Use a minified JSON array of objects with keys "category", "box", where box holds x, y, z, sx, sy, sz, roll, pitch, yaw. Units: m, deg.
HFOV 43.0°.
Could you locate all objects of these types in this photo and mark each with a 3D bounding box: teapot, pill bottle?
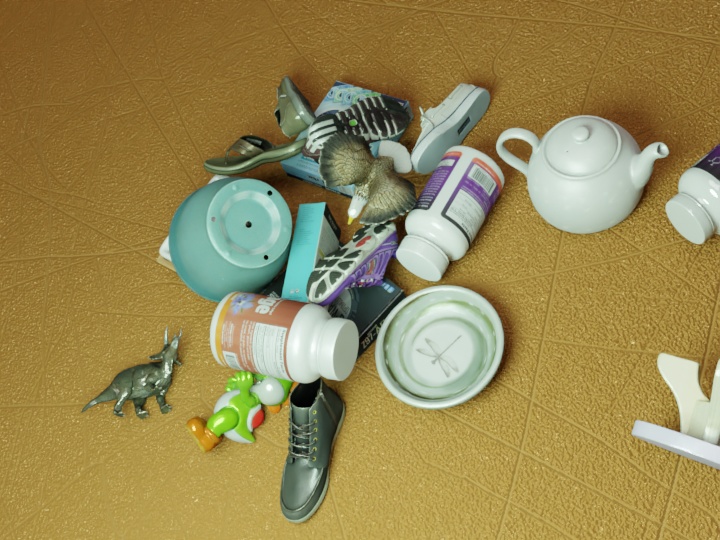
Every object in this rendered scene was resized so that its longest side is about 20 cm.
[{"category":"teapot","box":[0.339,-0.167,1.407,0.198,0.147,0.199,-29,53,2]},{"category":"pill bottle","box":[-0.108,0.098,1.312,0.197,0.113,0.114,8,62,24]},{"category":"pill bottle","box":[0.139,-0.088,1.454,0.110,0.112,0.202,21,68,30]},{"category":"pill bottle","box":[0.544,-0.131,1.325,0.199,0.113,0.113,-39,54,-6]}]

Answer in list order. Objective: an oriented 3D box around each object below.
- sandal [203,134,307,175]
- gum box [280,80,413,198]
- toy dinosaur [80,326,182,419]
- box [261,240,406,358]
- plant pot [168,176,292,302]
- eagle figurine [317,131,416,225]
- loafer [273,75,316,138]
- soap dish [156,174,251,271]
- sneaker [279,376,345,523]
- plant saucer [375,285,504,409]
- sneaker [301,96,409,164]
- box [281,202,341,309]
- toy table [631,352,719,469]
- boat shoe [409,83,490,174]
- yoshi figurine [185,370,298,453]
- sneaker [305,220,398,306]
[{"category":"sandal","box":[-0.187,-0.217,1.630,0.197,0.058,0.080,-13,19,13]},{"category":"gum box","box":[-0.024,-0.238,1.653,0.168,0.045,0.202,22,68,31]},{"category":"toy dinosaur","box":[-0.364,0.190,1.508,0.198,0.077,0.103,-30,41,7]},{"category":"box","box":[-0.044,0.048,1.480,0.160,0.044,0.199,-44,55,-10]},{"category":"plant pot","box":[-0.192,-0.060,1.438,0.196,0.188,0.204,3,81,-19]},{"category":"eagle figurine","box":[0.013,-0.141,1.464,0.149,0.200,0.154,-4,88,1]},{"category":"loafer","box":[-0.134,-0.301,1.688,0.069,0.075,0.201,-39,24,8]},{"category":"soap dish","box":[-0.242,-0.061,1.602,0.156,0.082,0.202,23,70,31]},{"category":"sneaker","box":[-0.086,0.254,1.326,0.073,0.107,0.203,3,60,22]},{"category":"plant saucer","box":[0.121,0.120,1.367,0.196,0.050,0.203,-10,57,15]},{"category":"sneaker","box":[-0.019,-0.237,1.582,0.197,0.115,0.077,-16,80,-29]},{"category":"box","box":[-0.078,-0.001,1.445,0.048,0.083,0.203,-3,58,19]},{"category":"toy table","box":[0.452,0.185,1.137,0.197,0.184,0.119,18,83,19]},{"category":"boat shoe","box":[0.134,-0.255,1.585,0.085,0.075,0.203,30,71,32]},{"category":"yoshi figurine","box":[-0.185,0.183,1.413,0.199,0.113,0.112,-37,47,-8]},{"category":"sneaker","box":[0.000,0.000,1.402,0.080,0.084,0.199,1,32,48]}]
